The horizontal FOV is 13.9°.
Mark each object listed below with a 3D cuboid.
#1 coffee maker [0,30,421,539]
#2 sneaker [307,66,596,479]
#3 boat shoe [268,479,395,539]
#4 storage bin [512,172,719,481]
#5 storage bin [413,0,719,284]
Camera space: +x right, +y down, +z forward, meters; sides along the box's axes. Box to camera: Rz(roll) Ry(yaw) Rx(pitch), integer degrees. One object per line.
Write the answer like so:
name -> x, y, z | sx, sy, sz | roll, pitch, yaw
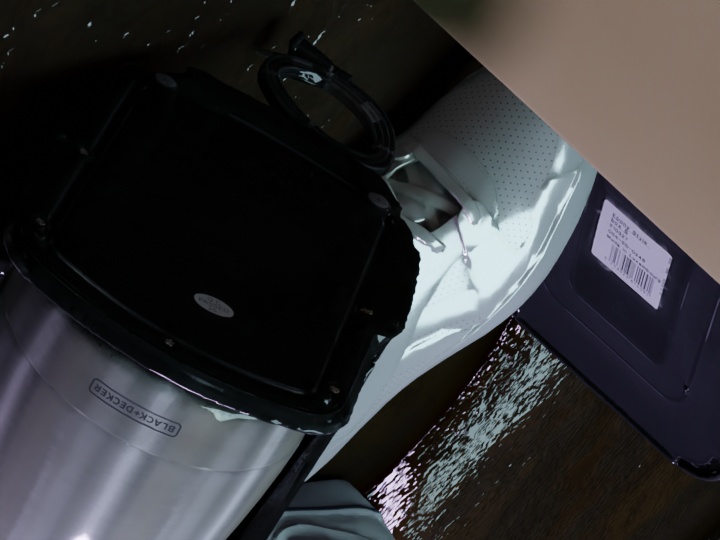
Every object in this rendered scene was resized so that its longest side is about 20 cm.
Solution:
coffee maker -> -0.070, 0.055, 0.891 | 0.192, 0.135, 0.200 | -24, 152, -55
sneaker -> 0.000, 0.000, 1.017 | 0.200, 0.074, 0.116 | -49, 162, 6
boat shoe -> -0.035, 0.127, 1.179 | 0.200, 0.065, 0.074 | -10, 138, -58
storage bin -> 0.134, -0.031, 1.130 | 0.094, 0.135, 0.200 | -36, 156, -27
storage bin -> 0.085, -0.118, 0.802 | 0.094, 0.200, 0.199 | -36, 156, -22
